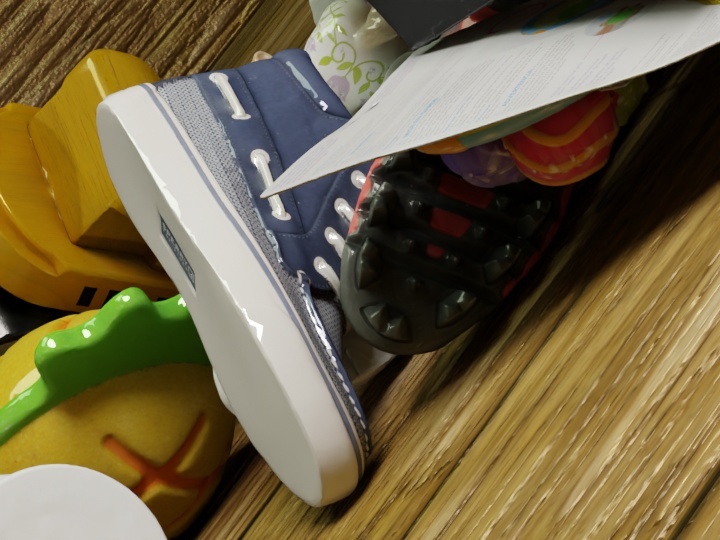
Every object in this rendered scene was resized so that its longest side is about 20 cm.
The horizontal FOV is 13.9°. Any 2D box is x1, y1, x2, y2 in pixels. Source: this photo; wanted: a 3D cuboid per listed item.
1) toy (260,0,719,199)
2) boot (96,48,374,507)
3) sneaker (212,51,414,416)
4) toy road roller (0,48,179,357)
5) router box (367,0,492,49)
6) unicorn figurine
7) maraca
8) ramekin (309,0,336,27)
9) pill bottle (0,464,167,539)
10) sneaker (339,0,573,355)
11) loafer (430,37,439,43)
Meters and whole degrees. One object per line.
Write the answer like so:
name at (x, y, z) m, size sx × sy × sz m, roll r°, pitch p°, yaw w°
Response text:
toy at (0.074, -0.060, 0.983) m, size 0.200 × 0.047 × 0.115 m, roll -21°, pitch 16°, yaw 41°
boot at (-0.021, -0.006, 1.116) m, size 0.090 × 0.200 × 0.073 m, roll -19°, pitch -33°, yaw -18°
sneaker at (0.000, 0.000, 1.212) m, size 0.200 × 0.076 × 0.081 m, roll -53°, pitch -5°, yaw -37°
toy road roller at (-0.109, -0.021, 1.379) m, size 0.200 × 0.123 × 0.146 m, roll 9°, pitch -42°, yaw -46°
router box at (0.084, -0.160, 1.002) m, size 0.149 × 0.051 × 0.200 m, roll -46°, pitch 7°, yaw -20°
unicorn figurine at (-0.023, -0.065, 1.312) m, size 0.137 × 0.074 × 0.200 m, roll -72°, pitch 5°, yaw -54°
maraca at (-0.110, 0.064, 1.286) m, size 0.137 × 0.107 × 0.200 m, roll -15°, pitch -28°, yaw -34°
ramekin at (0.058, -0.167, 1.493) m, size 0.202 × 0.094 × 0.202 m, roll -49°, pitch 9°, yaw 11°
pill bottle at (-0.150, 0.144, 1.196) m, size 0.110 × 0.110 × 0.200 m, roll -55°, pitch 9°, yaw -28°
sneaker at (0.045, -0.042, 1.115) m, size 0.201 × 0.071 × 0.098 m, roll -64°, pitch 1°, yaw -29°
loafer at (0.006, -0.057, 1.416) m, size 0.200 × 0.073 × 0.071 m, roll -53°, pitch 11°, yaw 43°
